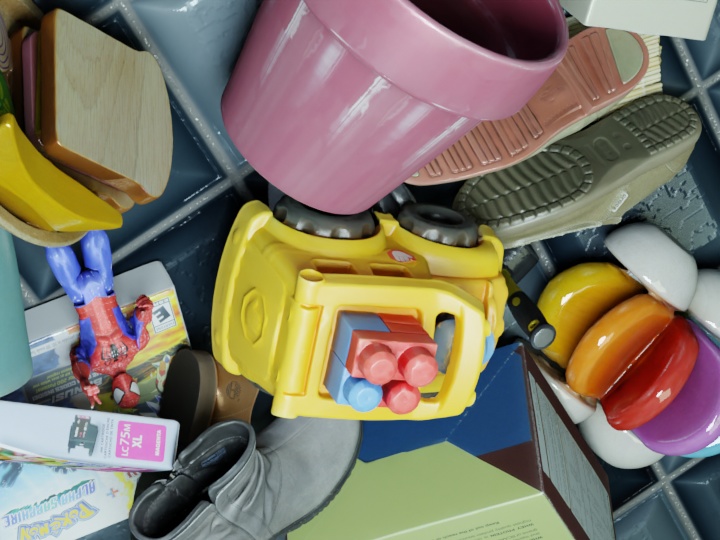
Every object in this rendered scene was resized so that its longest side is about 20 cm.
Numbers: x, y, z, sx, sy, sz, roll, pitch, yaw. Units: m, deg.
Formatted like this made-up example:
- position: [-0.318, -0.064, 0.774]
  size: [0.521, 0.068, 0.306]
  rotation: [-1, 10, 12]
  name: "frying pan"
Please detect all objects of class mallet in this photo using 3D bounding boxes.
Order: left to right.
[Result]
- position: [0.118, 0.012, 1.564]
  size: [0.066, 0.200, 0.041]
  rotation: [-45, 107, -2]
  name: "mallet"

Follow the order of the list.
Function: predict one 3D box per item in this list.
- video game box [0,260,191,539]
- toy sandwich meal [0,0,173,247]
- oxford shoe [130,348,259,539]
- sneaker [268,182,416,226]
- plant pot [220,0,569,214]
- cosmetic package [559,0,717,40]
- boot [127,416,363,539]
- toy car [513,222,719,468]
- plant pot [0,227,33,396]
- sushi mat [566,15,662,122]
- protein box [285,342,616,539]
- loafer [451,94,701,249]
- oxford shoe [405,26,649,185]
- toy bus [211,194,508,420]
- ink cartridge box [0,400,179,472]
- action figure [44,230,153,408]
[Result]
- position: [-0.210, 0.108, 1.562]
  size: [0.200, 0.047, 0.182]
  rotation: [-22, 128, -11]
  name: "video game box"
- position: [-0.195, -0.105, 1.352]
  size: [0.070, 0.205, 0.205]
  rotation: [-20, 132, 24]
  name: "toy sandwich meal"
- position: [-0.115, 0.151, 1.563]
  size: [0.071, 0.071, 0.200]
  rotation: [4, 117, -34]
  name: "oxford shoe"
- position: [0.000, 0.000, 1.570]
  size: [0.114, 0.075, 0.200]
  rotation: [-14, 122, -14]
  name: "sneaker"
- position: [0.008, -0.142, 1.428]
  size: [0.200, 0.200, 0.179]
  rotation: [18, 126, -32]
  name: "plant pot"
- position: [0.209, -0.267, 1.500]
  size: [0.105, 0.071, 0.200]
  rotation: [5, 114, -25]
  name: "cosmetic package"
- position: [-0.070, 0.135, 1.486]
  size: [0.200, 0.070, 0.132]
  rotation: [-51, 157, -23]
  name: "boot"
- position: [0.227, 0.076, 1.677]
  size: [0.200, 0.150, 0.175]
  rotation: [32, 102, -36]
  name: "toy car"
- position: [-0.308, -0.010, 1.357]
  size: [0.201, 0.201, 0.161]
  rotation: [-6, 103, -22]
  name: "plant pot"
- position: [0.132, -0.136, 1.589]
  size: [0.200, 0.012, 0.096]
  rotation: [-19, 125, -13]
  name: "sushi mat"
- position: [0.071, 0.185, 1.623]
  size: [0.199, 0.135, 0.200]
  rotation: [-18, 139, 16]
  name: "protein box"
- position: [0.163, -0.061, 1.607]
  size: [0.200, 0.076, 0.067]
  rotation: [-22, 140, -9]
  name: "loafer"
- position: [0.111, -0.105, 1.539]
  size: [0.200, 0.071, 0.074]
  rotation: [-22, 167, -8]
  name: "oxford shoe"
- position: [0.022, 0.041, 1.448]
  size: [0.200, 0.192, 0.136]
  rotation: [4, 109, -23]
  name: "toy bus"
- position: [-0.237, 0.108, 1.449]
  size: [0.200, 0.119, 0.042]
  rotation: [11, 79, -28]
  name: "ink cartridge box"
- position: [-0.178, 0.009, 1.450]
  size: [0.065, 0.099, 0.200]
  rotation: [-21, 111, -13]
  name: "action figure"
